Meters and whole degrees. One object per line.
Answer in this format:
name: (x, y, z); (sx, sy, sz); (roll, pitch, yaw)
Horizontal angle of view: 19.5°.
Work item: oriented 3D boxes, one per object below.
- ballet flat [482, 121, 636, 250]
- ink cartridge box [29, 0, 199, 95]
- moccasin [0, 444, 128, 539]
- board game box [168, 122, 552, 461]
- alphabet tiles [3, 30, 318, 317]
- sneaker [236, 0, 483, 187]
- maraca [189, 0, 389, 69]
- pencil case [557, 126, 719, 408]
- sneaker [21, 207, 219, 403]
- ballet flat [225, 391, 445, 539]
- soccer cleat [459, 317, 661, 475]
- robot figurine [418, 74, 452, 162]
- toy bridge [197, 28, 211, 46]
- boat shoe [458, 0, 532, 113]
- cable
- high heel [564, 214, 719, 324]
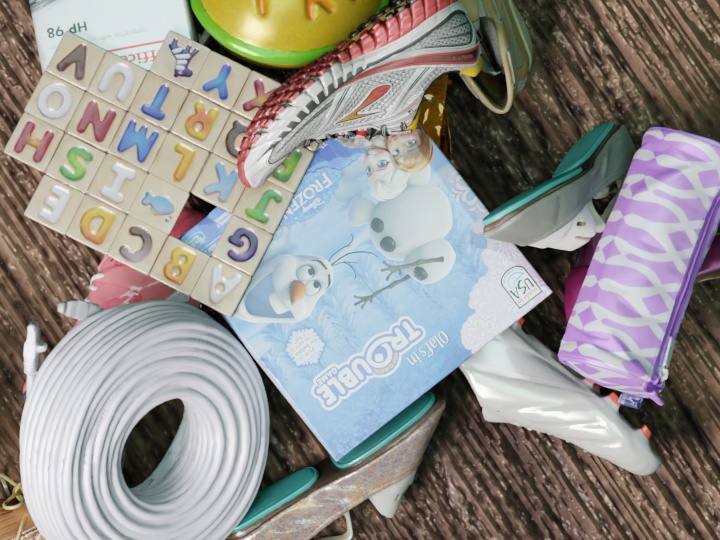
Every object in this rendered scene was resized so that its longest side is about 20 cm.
ballet flat: (0.157, -0.050, 1.525); (0.067, 0.200, 0.064); (-27, 97, 38)
ink cartridge box: (-0.182, -0.194, 1.541); (0.116, 0.067, 0.200); (-11, 88, -2)
moccasin: (-0.252, 0.194, 1.551); (0.201, 0.074, 0.078); (-44, 102, 6)
board game box: (0.000, 0.000, 1.518); (0.200, 0.043, 0.199); (-38, 89, -4)
alphabet tiles: (-0.144, -0.085, 1.496); (0.200, 0.008, 0.167); (26, 85, 0)
sneaker: (0.000, -0.118, 1.464); (0.200, 0.078, 0.082); (-35, 103, 0)
maraca: (-0.036, -0.221, 1.553); (0.200, 0.107, 0.137); (-35, 71, -29)
pencil case: (0.211, -0.004, 1.508); (0.085, 0.084, 0.200); (14, 81, 43)
sneaker: (-0.178, 0.028, 1.567); (0.200, 0.074, 0.087); (-36, 79, -9)
ballet flat: (-0.011, 0.165, 1.568); (0.200, 0.068, 0.067); (-31, 108, 2)
soccer cleat: (0.136, 0.097, 1.571); (0.200, 0.069, 0.078); (39, 92, 7)
robot figurine: (0.006, -0.054, 1.574); (0.145, 0.058, 0.200); (9, 87, -1)
toy bridge: (-0.148, -0.187, 1.589); (0.067, 0.027, 0.200); (35, 88, 0)
boat shoe: (0.073, -0.198, 1.521); (0.072, 0.076, 0.200); (-18, 130, 26)
cable: (-0.151, 0.120, 1.494); (0.200, 0.069, 0.200); (-2, 103, -42)
high heel: (0.256, 0.017, 1.574); (0.200, 0.067, 0.096); (6, 79, 13)
